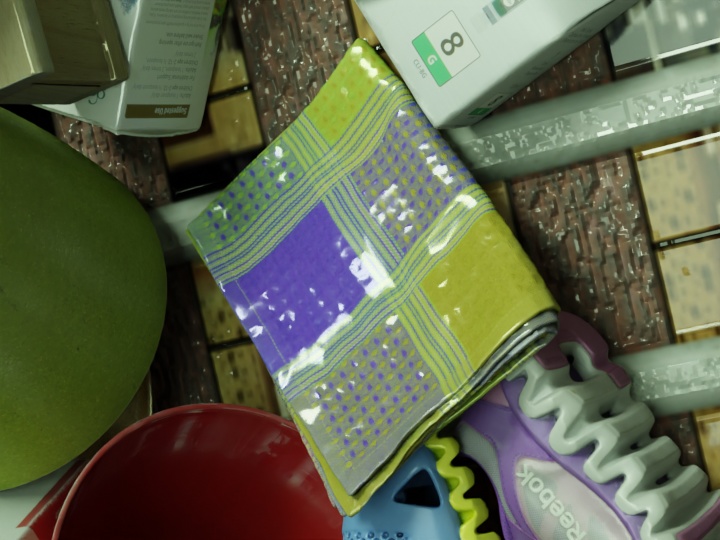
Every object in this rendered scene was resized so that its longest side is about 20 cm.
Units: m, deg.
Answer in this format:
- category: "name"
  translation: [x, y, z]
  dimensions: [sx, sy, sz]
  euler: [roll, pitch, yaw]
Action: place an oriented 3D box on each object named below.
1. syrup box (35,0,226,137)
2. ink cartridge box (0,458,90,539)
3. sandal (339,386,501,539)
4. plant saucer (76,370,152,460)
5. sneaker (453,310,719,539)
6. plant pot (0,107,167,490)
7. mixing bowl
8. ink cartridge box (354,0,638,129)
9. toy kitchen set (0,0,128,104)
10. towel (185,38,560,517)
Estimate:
- category: "syrup box"
  translation: [-0.112, -0.173, 0.940]
  dimensions: [0.078, 0.081, 0.202]
  euler: [18, 103, 25]
- category: "ink cartridge box"
  translation: [-0.190, 0.212, 0.955]
  dimensions: [0.083, 0.144, 0.202]
  euler: [4, 112, 16]
- category: "sandal"
  translation: [0.021, 0.137, 0.887]
  dimensions: [0.087, 0.080, 0.201]
  euler: [-22, 69, -14]
- category: "plant saucer"
  translation: [-0.190, 0.063, 1.027]
  dimensions: [0.199, 0.035, 0.202]
  euler: [3, 96, 25]
- category: "sneaker"
  translation: [0.114, 0.118, 0.869]
  dimensions: [0.088, 0.080, 0.201]
  euler: [-46, 71, 29]
- category: "plant pot"
  translation: [-0.212, -0.015, 0.883]
  dimensions: [0.186, 0.200, 0.189]
  euler: [-6, 65, 14]
- category: "mixing bowl"
  translation: [-0.076, 0.178, 0.918]
  dimensions: [0.201, 0.199, 0.108]
  euler: [58, 141, 9]
- category: "ink cartridge box"
  translation: [0.074, -0.186, 0.868]
  dimensions: [0.200, 0.050, 0.162]
  euler: [-36, 80, 27]
- category: "toy kitchen set"
  translation: [-0.137, -0.194, 0.814]
  dimensions: [0.179, 0.163, 0.202]
  euler: [-19, 86, 27]
- category: "towel"
  translation: [0.000, 0.000, 0.894]
  dimensions: [0.144, 0.023, 0.201]
  euler: [-43, 54, 18]
